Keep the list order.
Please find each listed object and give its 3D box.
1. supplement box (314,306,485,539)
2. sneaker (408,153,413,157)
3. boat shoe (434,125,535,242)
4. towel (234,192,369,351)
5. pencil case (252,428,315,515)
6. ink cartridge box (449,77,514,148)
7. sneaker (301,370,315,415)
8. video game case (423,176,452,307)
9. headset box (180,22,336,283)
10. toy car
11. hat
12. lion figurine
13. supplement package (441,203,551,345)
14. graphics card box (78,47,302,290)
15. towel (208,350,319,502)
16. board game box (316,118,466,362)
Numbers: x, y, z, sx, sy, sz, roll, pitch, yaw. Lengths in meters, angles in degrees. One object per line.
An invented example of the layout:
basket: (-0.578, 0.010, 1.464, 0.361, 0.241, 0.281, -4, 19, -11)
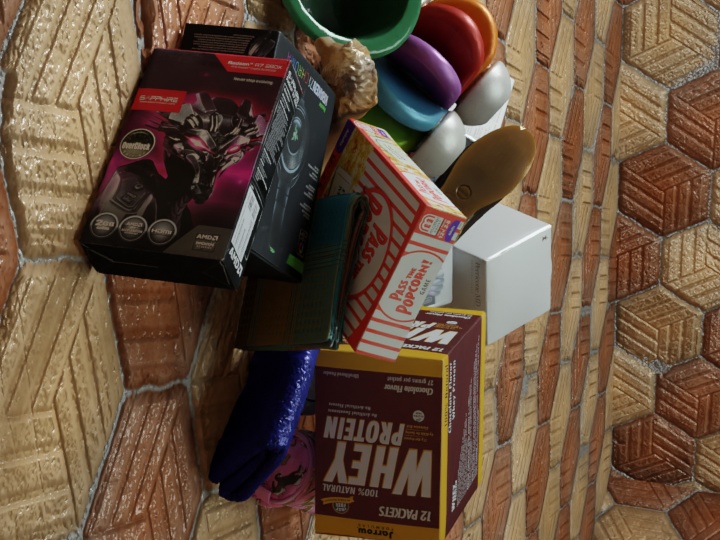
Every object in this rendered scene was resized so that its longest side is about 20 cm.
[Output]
supplement box: (0.044, 0.154, 1.663, 0.200, 0.132, 0.198, -38, 130, -69)
sneaker: (0.035, -0.084, 1.831, 0.074, 0.087, 0.201, 37, 61, -21)
boat shoe: (0.110, -0.083, 1.775, 0.200, 0.070, 0.070, -43, -175, -10)
towel: (-0.058, 0.005, 1.511, 0.022, 0.200, 0.147, 16, 78, -27)
pencil case: (-0.058, 0.218, 1.715, 0.200, 0.086, 0.083, 34, 46, -70)
ink cartridge box: (0.076, -0.218, 1.859, 0.050, 0.200, 0.161, -54, -171, 40)
sneaker: (-0.022, 0.108, 1.761, 0.071, 0.073, 0.200, -62, 163, 19)
video game case: (0.020, -0.023, 1.786, 0.199, 0.023, 0.183, -17, 118, -31)
headset box: (-0.105, -0.093, 1.426, 0.174, 0.092, 0.201, 41, 58, -69)
toy car: (0.069, -0.213, 1.710, 0.200, 0.175, 0.150, -48, -179, -20)
hat: (-0.044, -0.279, 1.669, 0.199, 0.176, 0.166, 11, 76, -31)
lion figurine: (-0.036, -0.133, 1.574, 0.122, 0.072, 0.201, -50, 161, -80)
supplement package: (0.121, -0.015, 1.955, 0.120, 0.200, 0.122, -26, 127, -35)
graphics card box: (-0.133, -0.085, 1.282, 0.051, 0.125, 0.201, 72, 30, -58)
towel: (-0.087, 0.114, 1.559, 0.148, 0.049, 0.201, -52, -163, 52)
board game box: (0.010, -0.032, 1.479, 0.152, 0.046, 0.200, -64, -149, 17)
